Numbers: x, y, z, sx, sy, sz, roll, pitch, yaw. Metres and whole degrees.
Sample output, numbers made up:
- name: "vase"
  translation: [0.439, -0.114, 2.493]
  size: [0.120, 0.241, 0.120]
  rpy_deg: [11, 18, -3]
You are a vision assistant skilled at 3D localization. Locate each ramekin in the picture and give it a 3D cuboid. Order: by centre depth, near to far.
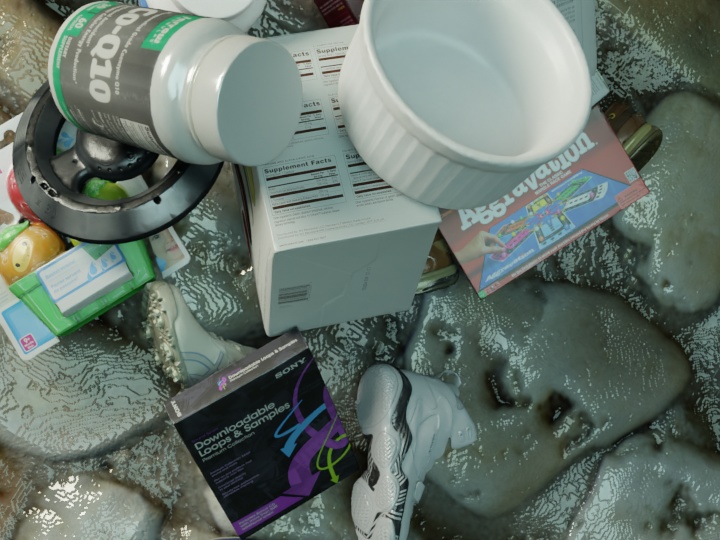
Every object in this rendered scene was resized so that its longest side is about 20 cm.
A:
- name: "ramekin"
  translation: [0.078, -0.148, 0.925]
  size: [0.198, 0.098, 0.203]
  rpy_deg: [10, 60, -18]

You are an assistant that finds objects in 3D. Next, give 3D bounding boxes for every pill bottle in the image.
- name: "pill bottle"
  translation: [-0.148, -0.148, 0.916]
  size: [0.113, 0.198, 0.115]
  rpy_deg: [-23, 121, -45]
- name: "pill bottle"
  translation: [-0.140, -0.253, 1.021]
  size: [0.111, 0.200, 0.114]
  rpy_deg: [-1, 95, -12]

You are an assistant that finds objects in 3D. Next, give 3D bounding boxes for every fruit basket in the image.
- name: "fruit basket"
  translation: [-0.284, -0.048, 1.063]
  size: [0.184, 0.094, 0.202]
  rpy_deg: [-30, 97, -8]

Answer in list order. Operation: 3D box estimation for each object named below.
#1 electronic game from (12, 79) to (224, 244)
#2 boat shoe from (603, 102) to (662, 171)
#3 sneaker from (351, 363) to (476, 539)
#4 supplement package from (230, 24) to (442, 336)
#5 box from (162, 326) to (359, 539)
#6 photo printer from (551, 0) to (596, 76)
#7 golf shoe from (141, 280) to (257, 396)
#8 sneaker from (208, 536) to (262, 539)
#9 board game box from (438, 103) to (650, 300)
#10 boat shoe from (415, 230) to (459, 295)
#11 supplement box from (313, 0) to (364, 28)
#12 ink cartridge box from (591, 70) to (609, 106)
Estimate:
- name: "electronic game"
  translation: [-0.215, -0.116, 1.028]
  size: [0.197, 0.042, 0.202]
  rpy_deg: [-2, 67, 5]
- name: "boat shoe"
  translation: [0.220, -0.091, 1.191]
  size: [0.200, 0.072, 0.068]
  rpy_deg: [-43, 69, 2]
- name: "sneaker"
  translation: [0.056, 0.194, 1.149]
  size: [0.114, 0.075, 0.203]
  rpy_deg: [1, 89, -32]
- name: "supplement package"
  translation: [-0.033, -0.078, 1.030]
  size: [0.145, 0.192, 0.202]
  rpy_deg: [-10, 67, -11]
- name: "box"
  translation: [-0.089, 0.160, 1.098]
  size: [0.142, 0.036, 0.201]
  rpy_deg: [-30, 134, -10]
- name: "photo printer"
  translation: [0.146, -0.259, 1.052]
  size: [0.165, 0.069, 0.202]
  rpy_deg: [-26, 120, -36]
- name: "golf shoe"
  translation: [-0.146, 0.083, 1.103]
  size: [0.097, 0.078, 0.202]
  rpy_deg: [-28, 126, -19]
- name: "sneaker"
  translation: [-0.078, 0.334, 1.147]
  size: [0.197, 0.080, 0.117]
  rpy_deg: [6, 91, -15]
- name: "board game box"
  translation: [0.176, -0.068, 1.137]
  size: [0.199, 0.019, 0.104]
  rpy_deg: [-32, 91, 0]
- name: "boat shoe"
  translation: [0.000, 0.000, 1.145]
  size: [0.198, 0.076, 0.075]
  rpy_deg: [-14, 92, -19]
- name: "supplement box"
  translation: [0.010, -0.243, 1.103]
  size: [0.061, 0.109, 0.201]
  rpy_deg: [-33, 102, -9]
- name: "ink cartridge box"
  translation: [0.144, -0.163, 1.170]
  size: [0.200, 0.050, 0.109]
  rpy_deg: [-40, 103, -6]
